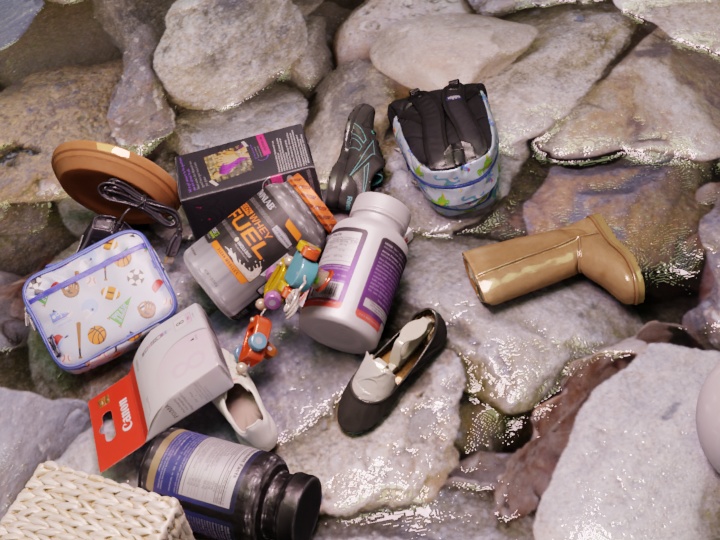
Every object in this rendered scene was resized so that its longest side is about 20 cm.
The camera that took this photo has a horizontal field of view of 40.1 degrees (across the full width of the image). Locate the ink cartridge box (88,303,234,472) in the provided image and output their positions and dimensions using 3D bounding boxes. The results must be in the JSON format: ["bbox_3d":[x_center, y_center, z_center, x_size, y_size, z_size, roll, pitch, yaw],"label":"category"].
[{"bbox_3d":[-0.269,0.145,1.269,0.199,0.057,0.163,-29,33,-4],"label":"ink cartridge box"}]

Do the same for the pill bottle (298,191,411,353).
[{"bbox_3d":[0.000,0.000,1.323,0.111,0.112,0.201,12,65,20],"label":"pill bottle"}]

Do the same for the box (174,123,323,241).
[{"bbox_3d":[-0.161,-0.118,1.463,0.199,0.123,0.106,-15,47,-1],"label":"box"}]

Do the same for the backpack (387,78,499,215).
[{"bbox_3d":[0.135,-0.178,1.456,0.162,0.155,0.200,-13,28,-3],"label":"backpack"}]

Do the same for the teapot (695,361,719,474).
[{"bbox_3d":[0.474,0.154,1.102,0.197,0.147,0.200,-40,55,-20],"label":"teapot"}]

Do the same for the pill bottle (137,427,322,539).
[{"bbox_3d":[-0.152,0.260,1.161,0.199,0.112,0.112,11,54,19],"label":"pill bottle"}]

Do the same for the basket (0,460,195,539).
[{"bbox_3d":[-0.284,0.341,1.070,0.197,0.201,0.161,11,48,19],"label":"basket"}]

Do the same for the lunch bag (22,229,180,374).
[{"bbox_3d":[-0.362,0.041,1.365,0.199,0.076,0.161,-27,81,-10],"label":"lunch bag"}]

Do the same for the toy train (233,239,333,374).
[{"bbox_3d":[-0.092,0.050,1.247,0.055,0.200,0.151,24,57,-19],"label":"toy train"}]

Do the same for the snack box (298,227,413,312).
[{"bbox_3d":[-0.018,-0.010,1.411,0.072,0.024,0.200,36,65,30],"label":"snack box"}]

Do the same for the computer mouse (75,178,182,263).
[{"bbox_3d":[-0.343,-0.029,1.442,0.140,0.201,0.046,21,16,-17],"label":"computer mouse"}]

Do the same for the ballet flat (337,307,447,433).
[{"bbox_3d":[0.036,0.119,1.266,0.068,0.069,0.200,30,63,25],"label":"ballet flat"}]

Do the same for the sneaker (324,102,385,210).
[{"bbox_3d":[0.002,-0.170,1.520,0.079,0.076,0.201,13,60,4],"label":"sneaker"}]

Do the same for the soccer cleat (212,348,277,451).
[{"bbox_3d":[-0.167,0.153,1.274,0.069,0.078,0.200,-32,52,-15],"label":"soccer cleat"}]

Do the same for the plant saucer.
[{"bbox_3d":[-0.364,-0.123,1.463,0.199,0.200,0.038,7,65,16],"label":"plant saucer"}]

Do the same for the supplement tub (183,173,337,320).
[{"bbox_3d":[-0.135,-0.036,1.367,0.200,0.123,0.123,-39,53,-3],"label":"supplement tub"}]

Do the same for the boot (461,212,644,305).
[{"bbox_3d":[0.256,0.009,1.321,0.199,0.066,0.176,-17,38,-4],"label":"boot"}]
